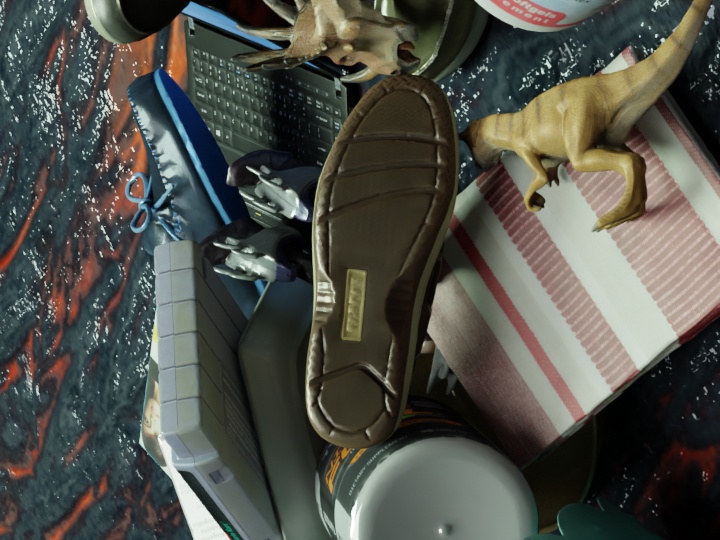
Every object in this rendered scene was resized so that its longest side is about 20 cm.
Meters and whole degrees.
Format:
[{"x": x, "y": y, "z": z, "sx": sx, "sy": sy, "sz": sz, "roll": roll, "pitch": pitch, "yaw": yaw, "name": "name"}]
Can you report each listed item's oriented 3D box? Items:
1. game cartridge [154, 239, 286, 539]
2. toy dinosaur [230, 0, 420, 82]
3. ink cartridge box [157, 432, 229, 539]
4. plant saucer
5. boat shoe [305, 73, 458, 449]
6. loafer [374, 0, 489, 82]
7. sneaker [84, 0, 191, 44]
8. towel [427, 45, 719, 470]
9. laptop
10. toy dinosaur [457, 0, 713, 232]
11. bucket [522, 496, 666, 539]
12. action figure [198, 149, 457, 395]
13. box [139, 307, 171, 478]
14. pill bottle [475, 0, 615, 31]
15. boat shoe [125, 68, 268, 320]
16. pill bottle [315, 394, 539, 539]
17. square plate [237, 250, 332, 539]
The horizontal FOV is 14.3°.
[{"x": -0.077, "y": 0.085, "z": 1.680, "sx": 0.200, "sy": 0.038, "sz": 0.130, "roll": 61, "pitch": -154, "yaw": -56, "name": "game cartridge"}, {"x": -0.060, "y": -0.183, "z": 1.582, "sx": 0.200, "sy": 0.086, "sz": 0.136, "roll": 45, "pitch": 152, "yaw": 25, "name": "toy dinosaur"}, {"x": -0.048, "y": 0.173, "z": 1.825, "sx": 0.057, "sy": 0.163, "sz": 0.200, "roll": -13, "pitch": 95, "yaw": 22, "name": "ink cartridge box"}, {"x": 0.084, "y": 0.055, "z": 1.679, "sx": 0.200, "sy": 0.035, "sz": 0.200, "roll": 31, "pitch": 130, "yaw": 44, "name": "plant saucer"}, {"x": 0.010, "y": -0.005, "z": 1.555, "sx": 0.075, "sy": 0.075, "sz": 0.203, "roll": 14, "pitch": 89, "yaw": 11, "name": "boat shoe"}, {"x": 0.033, "y": -0.185, "z": 1.590, "sx": 0.075, "sy": 0.070, "sz": 0.200, "roll": 46, "pitch": 140, "yaw": 33, "name": "loafer"}, {"x": -0.078, "y": -0.214, "z": 1.643, "sx": 0.106, "sy": 0.200, "sz": 0.075, "roll": 19, "pitch": 166, "yaw": 44, "name": "sneaker"}, {"x": 0.117, "y": -0.005, "z": 1.542, "sx": 0.200, "sy": 0.023, "sz": 0.144, "roll": -42, "pitch": 73, "yaw": 30, "name": "towel"}, {"x": -0.095, "y": -0.102, "z": 1.792, "sx": 0.177, "sy": 0.103, "sz": 0.200, "roll": 27, "pitch": 127, "yaw": 47, "name": "laptop"}, {"x": 0.123, "y": -0.078, "z": 1.472, "sx": 0.200, "sy": 0.060, "sz": 0.106, "roll": -26, "pitch": 84, "yaw": 38, "name": "toy dinosaur"}, {"x": 0.138, "y": 0.237, "z": 1.546, "sx": 0.135, "sy": 0.207, "sz": 0.207, "roll": 29, "pitch": 132, "yaw": 26, "name": "bucket"}, {"x": 0.000, "y": 0.000, "z": 1.664, "sx": 0.200, "sy": 0.069, "sz": 0.130, "roll": 26, "pitch": 110, "yaw": 34, "name": "action figure"}, {"x": -0.100, "y": 0.060, "z": 1.939, "sx": 0.082, "sy": 0.049, "sz": 0.200, "roll": 43, "pitch": 139, "yaw": 35, "name": "box"}, {"x": 0.130, "y": -0.199, "z": 1.404, "sx": 0.200, "sy": 0.109, "sz": 0.109, "roll": -31, "pitch": 81, "yaw": 57, "name": "pill bottle"}, {"x": -0.107, "y": -0.025, "z": 1.785, "sx": 0.084, "sy": 0.069, "sz": 0.200, "roll": -69, "pitch": -43, "yaw": -74, "name": "boat shoe"}, {"x": 0.031, "y": 0.129, "z": 1.624, "sx": 0.200, "sy": 0.106, "sz": 0.106, "roll": -145, "pitch": 39, "yaw": -80, "name": "pill bottle"}, {"x": -0.025, "y": 0.102, "z": 1.765, "sx": 0.028, "sy": 0.200, "sz": 0.198, "roll": -11, "pitch": 107, "yaw": 12, "name": "square plate"}]
